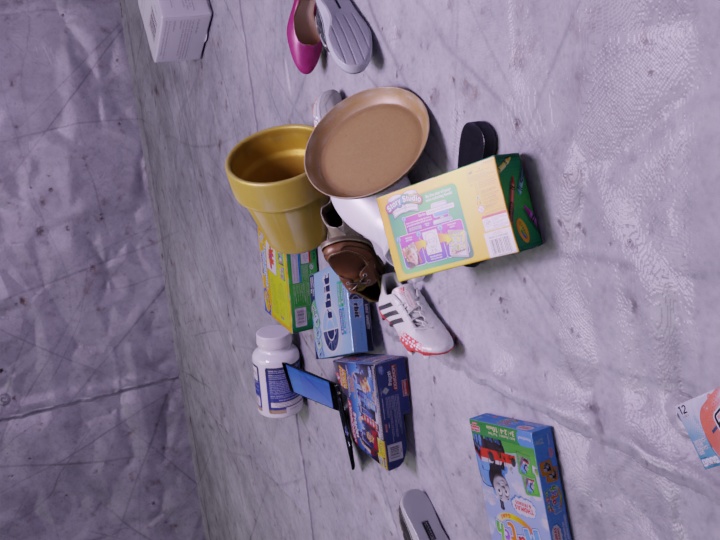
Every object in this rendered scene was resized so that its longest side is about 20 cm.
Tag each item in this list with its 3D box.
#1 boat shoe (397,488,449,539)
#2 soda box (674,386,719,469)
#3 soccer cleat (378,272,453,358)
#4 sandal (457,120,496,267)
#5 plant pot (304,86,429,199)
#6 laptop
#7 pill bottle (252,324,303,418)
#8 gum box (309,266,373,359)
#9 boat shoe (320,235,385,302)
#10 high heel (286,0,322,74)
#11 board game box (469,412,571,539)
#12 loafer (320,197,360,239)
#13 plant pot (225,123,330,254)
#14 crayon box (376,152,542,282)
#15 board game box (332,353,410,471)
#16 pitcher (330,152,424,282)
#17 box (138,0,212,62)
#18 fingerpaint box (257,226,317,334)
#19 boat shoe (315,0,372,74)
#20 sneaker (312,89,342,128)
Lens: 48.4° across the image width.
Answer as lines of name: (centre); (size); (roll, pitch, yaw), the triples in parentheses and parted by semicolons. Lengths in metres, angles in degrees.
boat shoe: (0.115, 0.476, 1.366); (0.064, 0.071, 0.200); (108, 150, -47)
soda box: (0.355, 0.106, 0.657); (0.064, 0.068, 0.200); (69, 156, 19)
soccer cleat: (0.081, 0.068, 1.251); (0.200, 0.068, 0.085); (-136, 37, -59)
sandal: (0.139, -0.100, 1.071); (0.076, 0.043, 0.201); (38, 135, 55)
plant pot: (0.011, -0.184, 1.179); (0.200, 0.200, 0.027); (57, -176, 39)
laptop: (-0.082, 0.294, 1.610); (0.177, 0.103, 0.200); (86, 171, -63)
pill bottle: (-0.195, 0.234, 1.877); (0.111, 0.111, 0.201); (31, 129, 59)
gum box: (-0.040, 0.077, 1.518); (0.200, 0.044, 0.170); (158, 108, -66)
boat shoe: (0.000, 0.000, 1.297); (0.200, 0.072, 0.068); (31, -136, -61)
high heel: (-0.087, -0.439, 1.377); (0.096, 0.067, 0.201); (-136, 43, -68)
board game box: (0.219, 0.303, 1.090); (0.151, 0.037, 0.201); (-7, 95, 66)
loafer: (-0.038, -0.090, 1.433); (0.076, 0.068, 0.200); (61, 151, 33)
plant pot: (-0.133, -0.141, 1.491); (0.201, 0.200, 0.189); (50, 158, 47)
crayon box: (0.120, -0.064, 1.021); (0.200, 0.058, 0.119); (-15, 89, 44)
board game box: (0.020, 0.232, 1.465); (0.200, 0.062, 0.201); (-157, 58, -64)
pitcher: (0.036, -0.085, 1.237); (0.200, 0.121, 0.172); (57, 171, 33)
box: (-0.481, -0.678, 2.065); (0.199, 0.130, 0.200); (-46, 58, 62)
fingerpaint box: (-0.153, 0.012, 1.730); (0.167, 0.073, 0.201); (29, 126, 59)
boat shoe: (-0.028, -0.379, 1.297); (0.071, 0.072, 0.200); (98, 161, -54)
sneaker: (-0.023, -0.228, 1.357); (0.092, 0.076, 0.200); (-21, 62, 28)
